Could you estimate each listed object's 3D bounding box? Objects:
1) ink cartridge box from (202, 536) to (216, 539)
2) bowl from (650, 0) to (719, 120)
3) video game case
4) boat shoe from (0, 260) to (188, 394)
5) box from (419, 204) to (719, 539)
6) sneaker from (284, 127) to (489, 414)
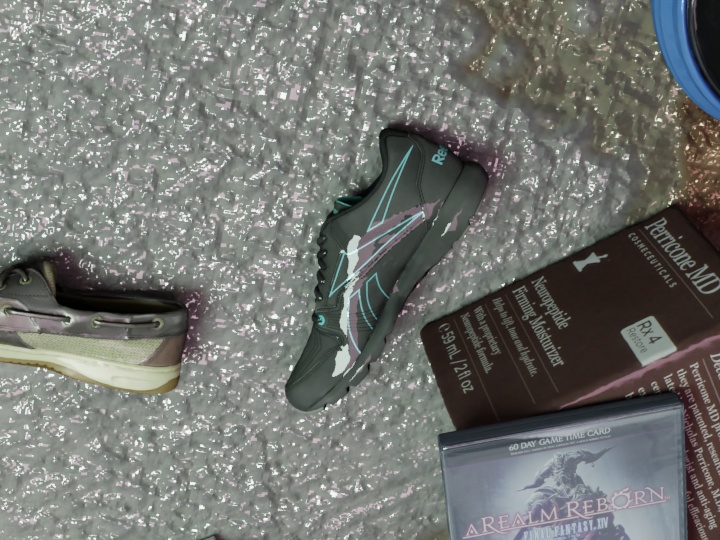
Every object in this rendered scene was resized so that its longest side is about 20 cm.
[{"bbox_3d":[-0.163,0.313,0.959,0.199,0.147,0.145,-22,116,1],"label":"ink cartridge box"},{"bbox_3d":[0.284,-0.178,0.862,0.200,0.039,0.201,-3,115,-7],"label":"bowl"},{"bbox_3d":[0.126,0.173,0.827,0.142,0.019,0.201,-10,117,-3],"label":"video game case"},{"bbox_3d":[-0.206,0.024,0.870,0.199,0.073,0.065,14,101,-18],"label":"boat shoe"},{"bbox_3d":[0.169,0.094,0.898,0.199,0.166,0.165,-26,115,4],"label":"box"},{"bbox_3d":[0.000,0.000,0.892,0.079,0.075,0.200,32,99,-9],"label":"sneaker"}]
